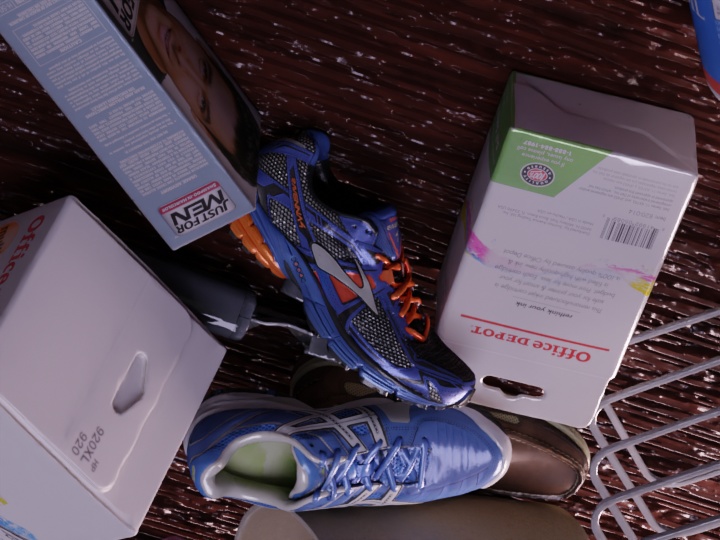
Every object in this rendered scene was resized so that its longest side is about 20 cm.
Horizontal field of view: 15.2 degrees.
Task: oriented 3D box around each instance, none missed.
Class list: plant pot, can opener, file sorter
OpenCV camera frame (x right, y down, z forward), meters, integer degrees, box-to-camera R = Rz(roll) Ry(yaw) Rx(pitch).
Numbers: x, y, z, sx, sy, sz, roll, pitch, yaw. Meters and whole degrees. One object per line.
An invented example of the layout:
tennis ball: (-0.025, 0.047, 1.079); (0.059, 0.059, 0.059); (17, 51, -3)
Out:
plant pot: (0.047, 0.217, 1.710); (0.200, 0.187, 0.187); (-11, 132, -27)
can opener: (-0.078, 0.006, 1.645); (0.200, 0.053, 0.067); (20, 93, -13)
file sorter: (0.214, 0.137, 1.634); (0.124, 0.200, 0.139); (-21, 124, 18)

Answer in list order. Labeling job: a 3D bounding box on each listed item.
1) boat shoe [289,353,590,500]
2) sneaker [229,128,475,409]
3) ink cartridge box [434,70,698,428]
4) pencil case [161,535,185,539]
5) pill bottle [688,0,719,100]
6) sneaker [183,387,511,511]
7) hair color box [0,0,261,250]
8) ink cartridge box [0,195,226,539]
boat shoe: (0.049, 0.115, 1.697); (0.202, 0.075, 0.075); (16, 126, -11)
sneaker: (0.000, 0.000, 1.579); (0.078, 0.075, 0.200); (-42, 89, 17)
ink cartridge box: (0.114, -0.009, 1.607); (0.117, 0.067, 0.200); (14, 125, -8)
pencil case: (-0.076, 0.259, 1.804); (0.200, 0.083, 0.087); (39, 119, -23)
pill bottle: (0.223, -0.190, 1.442); (0.112, 0.112, 0.200); (-11, 125, 9)
sneaker: (-0.009, 0.117, 1.617); (0.200, 0.077, 0.076); (-1, 112, 3)
hair color box: (-0.134, -0.119, 1.510); (0.061, 0.099, 0.200); (-25, 123, 18)
ink cartridge box: (-0.213, 0.073, 1.588); (0.200, 0.147, 0.145); (-17, 127, 41)
